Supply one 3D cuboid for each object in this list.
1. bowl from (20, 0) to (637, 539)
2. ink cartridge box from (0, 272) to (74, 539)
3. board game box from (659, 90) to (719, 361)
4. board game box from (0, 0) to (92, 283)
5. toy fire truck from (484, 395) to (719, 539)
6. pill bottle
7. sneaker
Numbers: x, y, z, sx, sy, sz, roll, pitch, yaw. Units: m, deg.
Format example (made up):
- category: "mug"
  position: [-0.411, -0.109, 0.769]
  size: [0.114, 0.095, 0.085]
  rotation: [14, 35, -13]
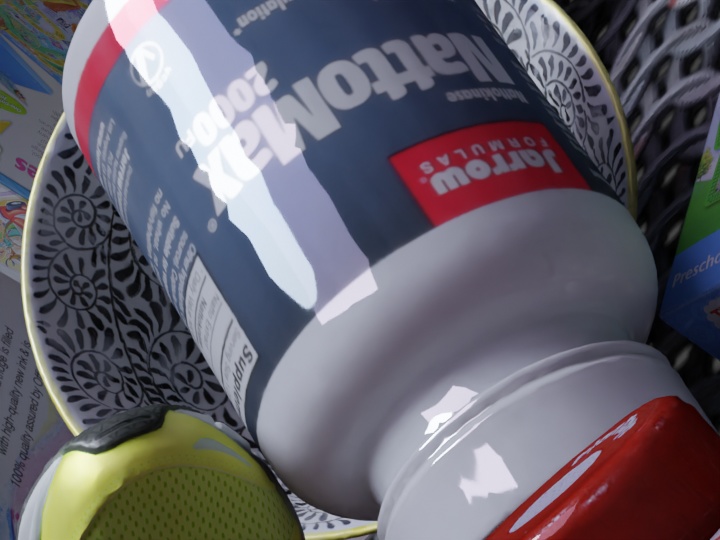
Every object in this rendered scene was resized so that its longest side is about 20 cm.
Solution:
- category: "bowl"
  position: [0.000, 0.000, 0.840]
  size: [0.201, 0.201, 0.094]
  rotation: [-61, -24, -9]
- category: "ink cartridge box"
  position: [-0.139, 0.077, 0.948]
  size: [0.084, 0.200, 0.145]
  rotation: [-47, 22, 28]
- category: "board game box"
  position: [0.161, -0.083, 0.714]
  size: [0.151, 0.037, 0.200]
  rotation: [-34, 30, 51]
- category: "board game box"
  position: [-0.075, -0.029, 0.956]
  size: [0.034, 0.200, 0.135]
  rotation: [-44, 23, 33]
- category: "toy fire truck"
  position: [0.074, 0.091, 0.585]
  size: [0.200, 0.112, 0.168]
  rotation: [-44, -3, 37]
- category: "pill bottle"
  position: [0.011, -0.002, 0.712]
  size: [0.120, 0.120, 0.200]
  rotation: [-49, 57, 24]
- category: "sneaker"
  position: [-0.032, 0.127, 0.698]
  size: [0.078, 0.200, 0.090]
  rotation: [-21, 29, -11]
